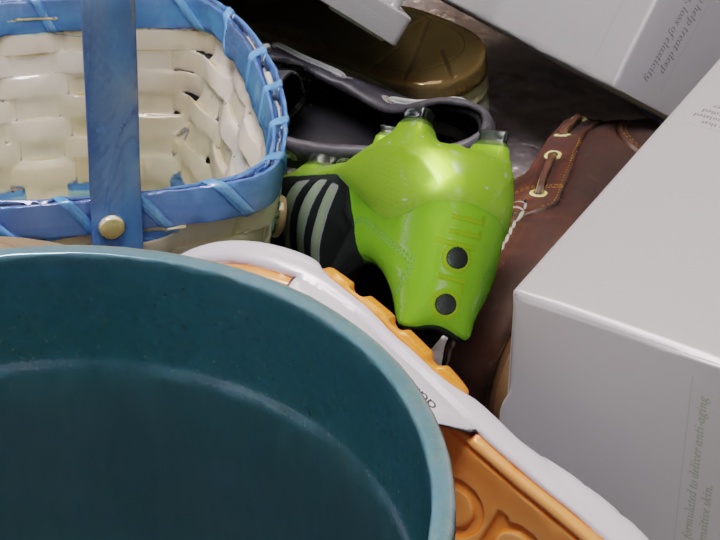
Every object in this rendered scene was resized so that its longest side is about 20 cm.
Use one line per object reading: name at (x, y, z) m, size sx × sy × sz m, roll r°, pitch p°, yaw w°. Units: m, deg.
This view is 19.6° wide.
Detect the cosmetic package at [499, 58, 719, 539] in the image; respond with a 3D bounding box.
cosmetic package at (0.129, 0.010, 0.731) m, size 0.084 × 0.108 × 0.200 m, roll 18°, pitch 41°, yaw 23°

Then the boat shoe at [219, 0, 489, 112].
boat shoe at (-0.010, -0.094, 0.944) m, size 0.073 × 0.063 × 0.200 m, roll -28°, pitch 36°, yaw -26°

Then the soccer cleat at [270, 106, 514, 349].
soccer cleat at (0.000, 0.000, 0.739) m, size 0.067 × 0.082 × 0.200 m, roll 14°, pitch -11°, yaw -13°

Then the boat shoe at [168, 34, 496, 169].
boat shoe at (-0.034, -0.073, 0.834) m, size 0.199 × 0.063 × 0.073 m, roll 22°, pitch 57°, yaw 10°

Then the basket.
basket at (-0.097, -0.065, 0.723) m, size 0.138 × 0.201 × 0.177 m, roll -9°, pitch 37°, yaw -8°

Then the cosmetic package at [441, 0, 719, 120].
cosmetic package at (0.097, -0.143, 0.886) m, size 0.081 × 0.113 × 0.200 m, roll 22°, pitch 8°, yaw -39°

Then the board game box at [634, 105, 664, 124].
board game box at (0.147, -0.163, 1.019) m, size 0.199 × 0.062 × 0.199 m, roll -28°, pitch 43°, yaw -32°

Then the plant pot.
plant pot at (-0.075, 0.128, 0.500) m, size 0.198 × 0.189 × 0.201 m, roll -2°, pitch 34°, yaw 1°

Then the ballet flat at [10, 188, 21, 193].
ballet flat at (-0.100, -0.029, 0.862) m, size 0.199 × 0.046 × 0.067 m, roll -30°, pitch 65°, yaw -26°

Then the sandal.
sandal at (0.006, 0.066, 0.639) m, size 0.206 × 0.079 × 0.059 m, roll 34°, pitch 36°, yaw 13°

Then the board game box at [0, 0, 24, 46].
board game box at (-0.177, -0.118, 0.827) m, size 0.199 × 0.048 × 0.102 m, roll -13°, pitch 31°, yaw -16°

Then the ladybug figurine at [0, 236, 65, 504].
ladybug figurine at (-0.140, 0.063, 0.600) m, size 0.199 × 0.136 × 0.072 m, roll -21°, pitch 48°, yaw -23°

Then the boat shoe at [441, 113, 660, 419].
boat shoe at (0.070, -0.002, 0.786) m, size 0.070 × 0.071 × 0.200 m, roll 21°, pitch 32°, yaw 19°

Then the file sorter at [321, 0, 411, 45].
file sorter at (-0.030, -0.205, 0.875) m, size 0.138 × 0.125 × 0.200 m, roll 29°, pitch 14°, yaw -21°
